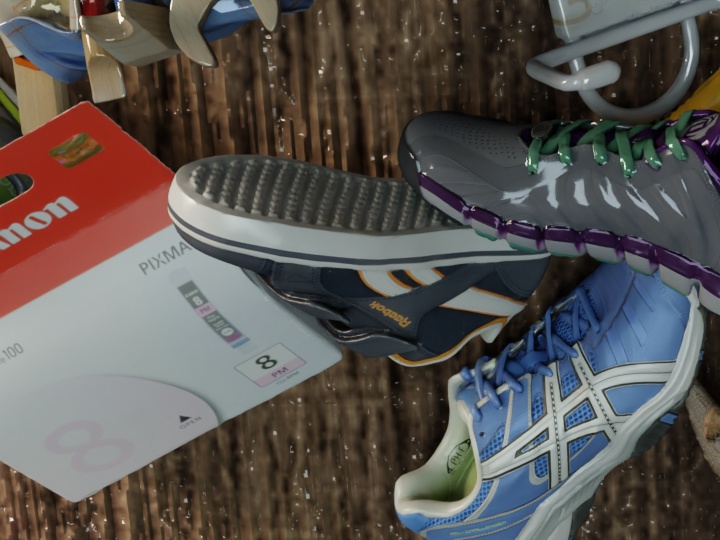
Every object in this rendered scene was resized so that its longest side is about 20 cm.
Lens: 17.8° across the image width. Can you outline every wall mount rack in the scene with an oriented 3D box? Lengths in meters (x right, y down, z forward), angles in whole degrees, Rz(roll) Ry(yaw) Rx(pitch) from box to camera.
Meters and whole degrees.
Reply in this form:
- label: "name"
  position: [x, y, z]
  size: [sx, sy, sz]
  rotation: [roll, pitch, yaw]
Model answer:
- label: "wall mount rack"
  position: [0.142, -0.160, 0.979]
  size: [0.174, 0.075, 0.200]
  rotation: [-20, 110, -15]

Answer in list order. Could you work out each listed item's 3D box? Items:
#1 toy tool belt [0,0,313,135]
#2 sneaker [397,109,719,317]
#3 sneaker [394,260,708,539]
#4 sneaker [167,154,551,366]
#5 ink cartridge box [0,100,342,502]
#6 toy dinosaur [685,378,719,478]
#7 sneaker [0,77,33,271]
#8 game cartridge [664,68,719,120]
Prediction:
- label: "toy tool belt"
  position: [-0.077, -0.127, 0.979]
  size: [0.200, 0.125, 0.123]
  rotation: [-10, 92, 31]
- label: "sneaker"
  position: [0.117, -0.047, 0.981]
  size: [0.200, 0.074, 0.088]
  rotation: [19, 130, 7]
- label: "sneaker"
  position: [0.089, 0.059, 1.057]
  size: [0.077, 0.076, 0.200]
  rotation: [19, 113, -28]
- label: "sneaker"
  position: [0.000, 0.000, 1.014]
  size: [0.200, 0.078, 0.079]
  rotation: [4, 118, -34]
- label: "ink cartridge box"
  position: [-0.126, 0.022, 1.040]
  size: [0.163, 0.057, 0.200]
  rotation: [-28, 148, 17]
- label: "toy dinosaur"
  position: [0.225, 0.094, 1.064]
  size: [0.200, 0.086, 0.136]
  rotation: [11, 149, 21]
- label: "sneaker"
  position: [-0.206, -0.078, 1.051]
  size: [0.200, 0.081, 0.074]
  rotation: [40, 111, -8]
- label: "game cartridge"
  position: [0.238, -0.049, 0.971]
  size: [0.176, 0.032, 0.200]
  rotation: [32, 148, -10]
